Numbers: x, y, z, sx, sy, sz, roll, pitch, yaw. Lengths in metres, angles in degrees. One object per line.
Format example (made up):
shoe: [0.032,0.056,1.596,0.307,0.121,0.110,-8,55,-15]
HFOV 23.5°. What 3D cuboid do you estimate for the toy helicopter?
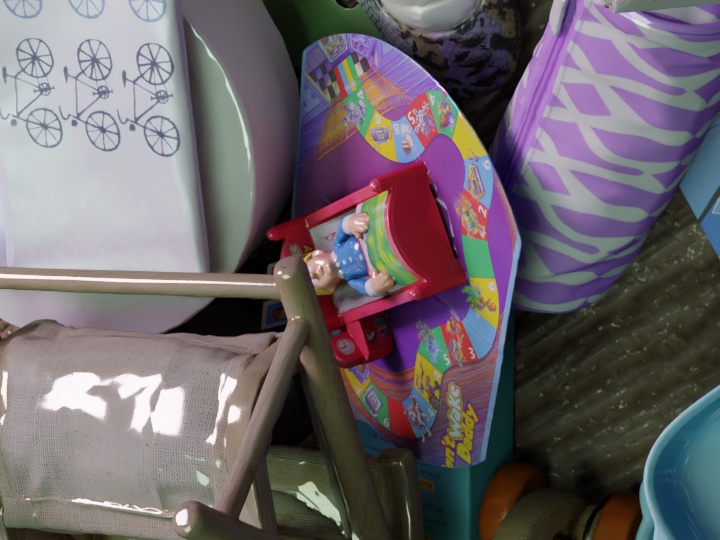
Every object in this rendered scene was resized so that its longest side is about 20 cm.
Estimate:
toy helicopter: [0.083,0.203,0.847,0.078,0.132,0.202,13,120,29]

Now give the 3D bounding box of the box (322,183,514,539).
box: [0.030,0.048,0.858,0.082,0.049,0.202,14,121,29]

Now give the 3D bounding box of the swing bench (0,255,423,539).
swing bench: [-0.091,0.101,0.787,0.197,0.131,0.201,2,144,28]

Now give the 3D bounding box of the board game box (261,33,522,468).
board game box: [0.000,0.000,0.767,0.158,0.039,0.201,42,140,38]

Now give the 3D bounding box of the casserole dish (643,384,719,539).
casserole dish: [0.209,0.077,0.707,0.199,0.039,0.122,-35,85,11]

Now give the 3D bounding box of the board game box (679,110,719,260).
board game box: [0.211,-0.067,0.689,0.199,0.019,0.104,-26,95,41]

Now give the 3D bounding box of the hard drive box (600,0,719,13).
hard drive box: [0.169,-0.157,0.545,0.156,0.199,0.077,-35,75,40]

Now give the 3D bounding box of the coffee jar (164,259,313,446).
coffee jar: [-0.102,0.076,0.943,0.199,0.085,0.105,-33,93,41]

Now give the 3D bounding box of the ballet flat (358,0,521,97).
ballet flat: [0.013,-0.161,0.737,0.072,0.072,0.202,-11,109,38]

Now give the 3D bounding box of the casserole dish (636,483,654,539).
casserole dish: [0.216,0.143,0.774,0.200,0.039,0.122,39,127,11]

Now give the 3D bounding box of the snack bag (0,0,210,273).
snack bag: [-0.166,-0.079,0.779,0.198,0.021,0.190,4,117,17]

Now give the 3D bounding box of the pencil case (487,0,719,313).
pencil case: [0.095,-0.064,0.697,0.084,0.085,0.201,62,155,29]

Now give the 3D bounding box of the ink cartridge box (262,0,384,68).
ink cartridge box: [-0.074,-0.170,0.821,0.199,0.048,0.147,25,125,26]

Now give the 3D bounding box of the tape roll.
tape roll: [-0.130,-0.069,0.824,0.200,0.071,0.204,8,117,16]
